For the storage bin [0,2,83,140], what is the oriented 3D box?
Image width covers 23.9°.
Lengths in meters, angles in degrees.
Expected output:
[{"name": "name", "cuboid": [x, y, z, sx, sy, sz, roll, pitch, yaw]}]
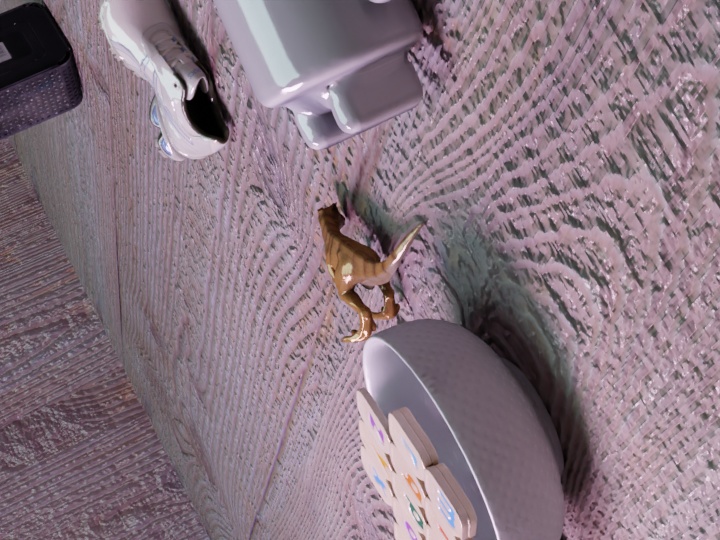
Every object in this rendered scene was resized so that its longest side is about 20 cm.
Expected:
[{"name": "storage bin", "cuboid": [-0.499, -0.266, 2.341, 0.135, 0.199, 0.094, 55, 164, 32]}]

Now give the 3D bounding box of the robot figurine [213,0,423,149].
[{"name": "robot figurine", "cuboid": [-0.035, -0.179, 1.047, 0.169, 0.113, 0.201, -18, 97, 52]}]

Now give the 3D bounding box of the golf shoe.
[{"name": "golf shoe", "cuboid": [-0.179, -0.202, 1.633, 0.097, 0.078, 0.201, 3, 124, 54]}]

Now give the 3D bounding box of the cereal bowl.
[{"name": "cereal bowl", "cuboid": [0.083, 0.120, 1.183, 0.200, 0.083, 0.200, 57, 164, 26]}]

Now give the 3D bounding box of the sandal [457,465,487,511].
[{"name": "sandal", "cuboid": [0.099, 0.178, 1.287, 0.201, 0.048, 0.075, 56, 163, 29]}]

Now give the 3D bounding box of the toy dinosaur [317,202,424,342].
[{"name": "toy dinosaur", "cuboid": [0.000, 0.000, 1.322, 0.200, 0.060, 0.107, 32, 143, 64]}]

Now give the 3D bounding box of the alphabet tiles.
[{"name": "alphabet tiles", "cuboid": [0.051, 0.181, 1.202, 0.196, 0.015, 0.200, 56, 163, 32]}]
